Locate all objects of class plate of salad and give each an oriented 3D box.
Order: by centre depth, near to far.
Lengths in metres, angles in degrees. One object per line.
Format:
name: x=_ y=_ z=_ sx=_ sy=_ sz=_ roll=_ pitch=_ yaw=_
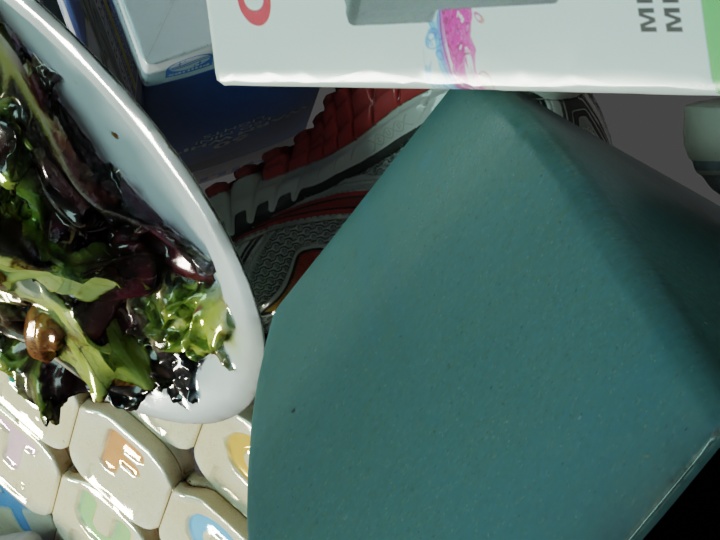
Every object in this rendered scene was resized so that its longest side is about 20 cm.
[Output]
plate of salad: x=-0.110 y=-0.024 z=0.796 sx=0.200 sy=0.048 sz=0.200 roll=32 pitch=152 yaw=20

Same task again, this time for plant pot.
plant pot: x=0.058 y=0.052 z=0.682 sx=0.141 sy=0.141 sz=0.200 roll=-52 pitch=33 yaw=19

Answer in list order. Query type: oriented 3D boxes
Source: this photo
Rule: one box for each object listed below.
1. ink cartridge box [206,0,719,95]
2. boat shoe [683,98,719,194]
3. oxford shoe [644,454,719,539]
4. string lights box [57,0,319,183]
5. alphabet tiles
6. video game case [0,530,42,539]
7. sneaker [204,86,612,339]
ink cartridge box: x=0.052 y=-0.113 z=0.600 sx=0.200 sy=0.087 sz=0.145 roll=7 pitch=107 yaw=49
boat shoe: x=0.153 y=-0.004 z=0.654 sx=0.201 sy=0.070 sz=0.072 roll=12 pitch=106 yaw=46
oxford shoe: x=0.103 y=0.096 z=0.761 sx=0.200 sy=0.058 sz=0.075 roll=-44 pitch=39 yaw=33
string lights box: x=-0.052 y=-0.090 z=0.806 sx=0.200 sy=0.059 sz=0.103 roll=119 pitch=130 yaw=-79
alphabet tiles: x=-0.078 y=0.072 z=0.934 sx=0.200 sy=0.015 sz=0.196 roll=41 pitch=149 yaw=11
video game case: x=-0.154 y=0.198 z=1.043 sx=0.182 sy=0.022 sz=0.200 roll=-13 pitch=105 yaw=31
sneaker: x=0.000 y=0.000 z=0.836 sx=0.200 sy=0.078 sz=0.082 roll=-38 pitch=73 yaw=49
